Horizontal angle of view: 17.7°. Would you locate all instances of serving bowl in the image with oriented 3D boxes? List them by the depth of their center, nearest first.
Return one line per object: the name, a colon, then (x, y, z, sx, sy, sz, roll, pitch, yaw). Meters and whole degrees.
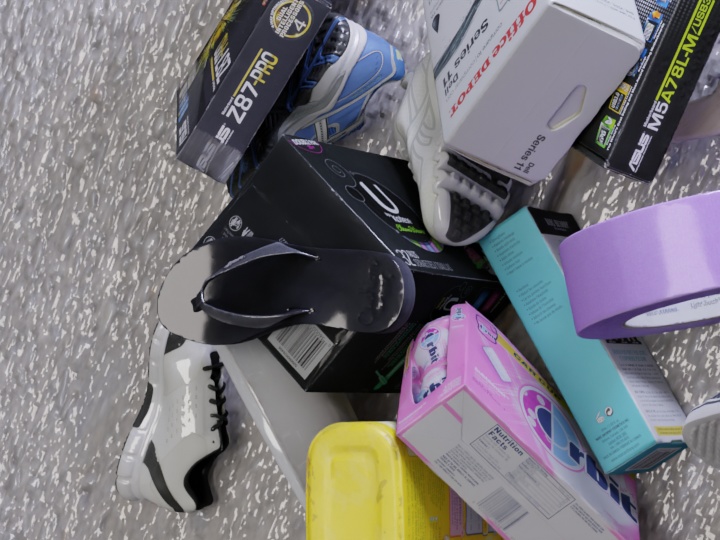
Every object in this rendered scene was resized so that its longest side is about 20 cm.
serving bowl: (-0.047, 0.102, 1.763, 0.066, 0.200, 0.200, -28, 72, -7)

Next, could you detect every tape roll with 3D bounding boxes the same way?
tape roll: (0.240, -0.006, 1.588, 0.200, 0.200, 0.066, -17, 79, 27)

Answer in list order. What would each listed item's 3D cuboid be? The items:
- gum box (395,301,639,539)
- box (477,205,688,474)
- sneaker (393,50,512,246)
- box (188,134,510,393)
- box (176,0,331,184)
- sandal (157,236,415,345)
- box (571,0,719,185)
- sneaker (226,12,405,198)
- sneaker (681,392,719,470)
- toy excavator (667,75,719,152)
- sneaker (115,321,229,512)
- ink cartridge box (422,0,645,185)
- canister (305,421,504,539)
gum box: (0.110, 0.125, 1.644, 0.066, 0.114, 0.200, -38, 110, 22)
box: (0.166, 0.051, 1.693, 0.049, 0.082, 0.200, -36, 71, 23)
sneaker: (0.064, -0.092, 1.738, 0.081, 0.075, 0.200, -29, 39, 34)
box: (0.000, 0.000, 1.720, 0.149, 0.200, 0.124, 47, 109, 22)
box: (-0.084, -0.169, 1.790, 0.049, 0.200, 0.161, 28, 106, -13)
sandal: (-0.059, 0.011, 1.612, 0.200, 0.043, 0.076, -5, 85, 29)
box: (0.195, -0.179, 1.650, 0.200, 0.047, 0.193, -66, 23, 10)
sneaker: (-0.040, -0.116, 1.821, 0.200, 0.077, 0.076, -45, 42, 40)
sneaker: (0.321, 0.094, 1.613, 0.200, 0.078, 0.079, -9, 39, 41)
toy excavator: (0.286, -0.157, 1.641, 0.194, 0.100, 0.200, 22, 106, 29)
sneaker: (-0.131, 0.102, 1.867, 0.080, 0.074, 0.200, 21, 105, 24)
ink cartridge box: (0.119, -0.183, 1.658, 0.147, 0.083, 0.200, -54, 27, 33)
canister: (0.041, 0.178, 1.687, 0.087, 0.200, 0.149, -3, 86, 28)
